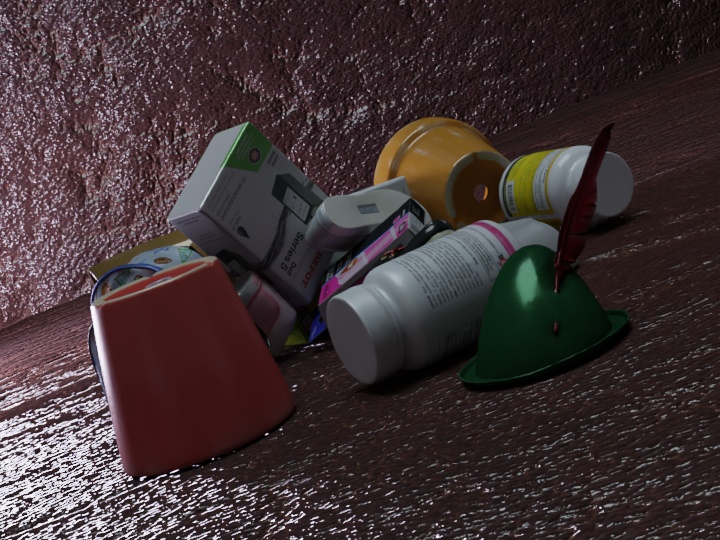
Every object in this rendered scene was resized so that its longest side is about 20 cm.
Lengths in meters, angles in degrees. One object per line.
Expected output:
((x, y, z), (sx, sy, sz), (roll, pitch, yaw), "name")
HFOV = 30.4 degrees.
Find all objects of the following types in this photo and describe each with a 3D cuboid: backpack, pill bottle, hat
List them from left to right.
((-0.233, 0.073, 1.559), (0.198, 0.193, 0.154), (-16, 5, 30), "backpack")
((0.071, 0.034, 1.365), (0.198, 0.115, 0.113), (-24, 9, -26), "pill bottle")
((0.151, -0.011, 1.235), (0.164, 0.178, 0.199), (-13, 10, 40), "hat")
((0.283, -0.111, 1.818), (0.111, 0.114, 0.200), (-23, 9, -22), "pill bottle")

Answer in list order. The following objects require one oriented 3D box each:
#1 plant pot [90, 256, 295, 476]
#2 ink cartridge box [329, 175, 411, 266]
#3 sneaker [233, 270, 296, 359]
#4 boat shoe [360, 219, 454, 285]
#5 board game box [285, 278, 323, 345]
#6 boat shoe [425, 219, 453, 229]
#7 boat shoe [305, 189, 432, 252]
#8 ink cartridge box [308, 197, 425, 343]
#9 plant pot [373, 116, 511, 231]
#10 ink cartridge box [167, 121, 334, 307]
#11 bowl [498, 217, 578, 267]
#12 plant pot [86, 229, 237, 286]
((-0.184, 0.092, 1.378), (0.198, 0.179, 0.200), (-19, 8, 3), "plant pot")
((-0.035, -0.057, 1.895), (0.198, 0.085, 0.144), (-21, 4, -25), "ink cartridge box")
((-0.160, 0.100, 1.689), (0.200, 0.104, 0.076), (-47, 24, 19), "sneaker")
((0.040, 0.006, 1.484), (0.073, 0.064, 0.202), (-11, -29, -37), "boat shoe")
((-0.110, 0.059, 1.810), (0.199, 0.048, 0.101), (-10, 26, 50), "board game box")
((0.039, 0.004, 1.698), (0.198, 0.061, 0.074), (-29, 47, -3), "boat shoe")
((0.011, -0.054, 1.718), (0.199, 0.072, 0.069), (-11, -27, -48), "boat shoe")
((0.000, 0.000, 1.638), (0.200, 0.037, 0.095), (-43, 16, 21), "ink cartridge box")
((0.143, -0.122, 1.972), (0.198, 0.202, 0.183), (-22, 16, -16), "plant pot")
((-0.126, -0.066, 1.696), (0.084, 0.200, 0.147), (-12, 44, 49), "ink cartridge box")
((0.137, -0.001, 1.590), (0.199, 0.075, 0.199), (-26, 8, -40), "bowl")
((-0.238, 0.020, 1.799), (0.199, 0.188, 0.186), (-36, 12, -14), "plant pot")
